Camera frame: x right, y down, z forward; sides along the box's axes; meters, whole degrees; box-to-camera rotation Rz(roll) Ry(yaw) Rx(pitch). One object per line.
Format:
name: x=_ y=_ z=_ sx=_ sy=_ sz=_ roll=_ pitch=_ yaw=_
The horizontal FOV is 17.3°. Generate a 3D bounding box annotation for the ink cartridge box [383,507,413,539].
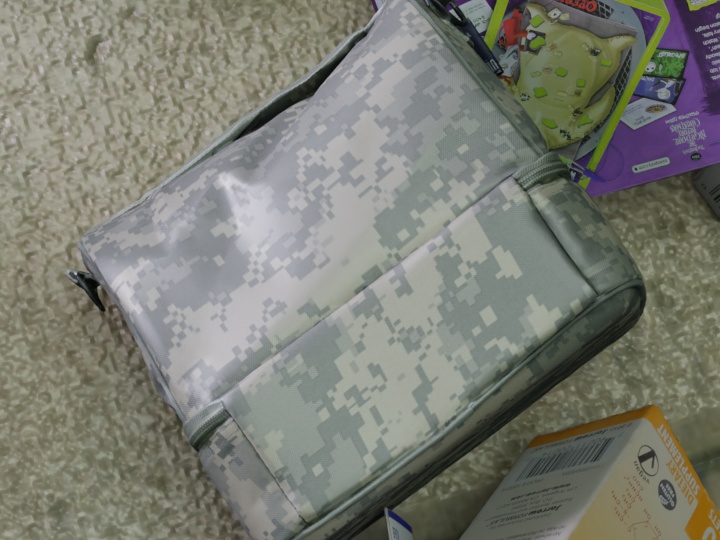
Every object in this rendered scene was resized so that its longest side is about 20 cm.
ink cartridge box: x=0.016 y=0.202 z=0.964 sx=0.037 sy=0.095 sz=0.201 roll=-7 pitch=79 yaw=6

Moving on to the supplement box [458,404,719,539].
supplement box: x=0.083 y=0.164 z=0.935 sx=0.126 sy=0.073 sz=0.200 roll=56 pitch=44 yaw=-16

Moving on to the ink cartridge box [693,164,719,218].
ink cartridge box: x=0.277 y=-0.039 z=1.086 sx=0.200 sy=0.047 sz=0.160 roll=-36 pitch=85 yaw=-12

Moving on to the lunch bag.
lunch bag: x=0.000 y=0.000 z=0.970 sx=0.200 sy=0.139 sz=0.168 roll=-37 pitch=82 yaw=1

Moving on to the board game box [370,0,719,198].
board game box: x=0.111 y=-0.096 z=1.004 sx=0.199 sy=0.032 sz=0.121 roll=-14 pitch=99 yaw=28
